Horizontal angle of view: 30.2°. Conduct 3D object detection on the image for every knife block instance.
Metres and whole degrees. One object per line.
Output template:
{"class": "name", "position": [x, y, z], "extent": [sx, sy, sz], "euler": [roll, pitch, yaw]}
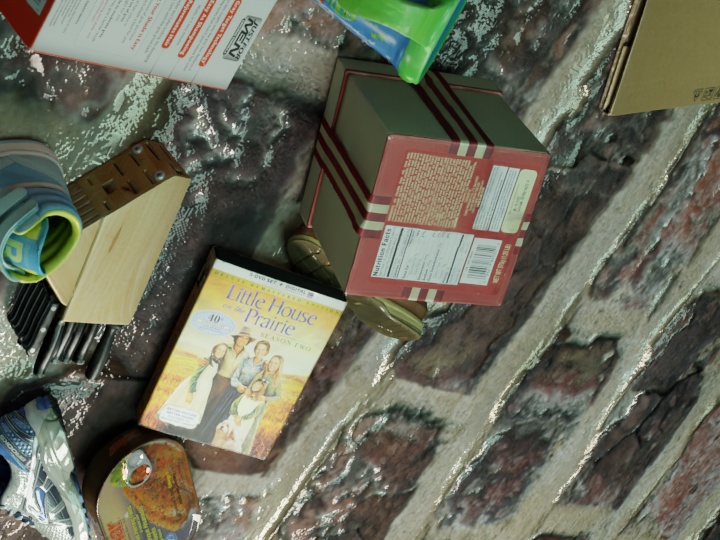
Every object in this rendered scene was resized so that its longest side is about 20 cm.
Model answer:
{"class": "knife block", "position": [-0.224, 0.004, 1.180], "extent": [0.199, 0.064, 0.176], "euler": [-33, 138, -12]}

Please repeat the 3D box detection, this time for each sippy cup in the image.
{"class": "sippy cup", "position": [0.024, -0.243, 1.090], "extent": [0.140, 0.130, 0.178], "euler": [-61, 180, -9]}

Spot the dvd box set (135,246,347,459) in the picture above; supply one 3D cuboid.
{"class": "dvd box set", "position": [-0.118, 0.086, 1.319], "extent": [0.145, 0.029, 0.201], "euler": [19, 113, -23]}

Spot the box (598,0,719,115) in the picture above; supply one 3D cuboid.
{"class": "box", "position": [0.360, -0.251, 1.447], "extent": [0.198, 0.021, 0.165], "euler": [-10, 129, -31]}

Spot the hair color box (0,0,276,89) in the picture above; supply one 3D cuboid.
{"class": "hair color box", "position": [-0.164, -0.208, 1.022], "extent": [0.199, 0.061, 0.102], "euler": [5, 126, -50]}

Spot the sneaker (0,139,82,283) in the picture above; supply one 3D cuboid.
{"class": "sneaker", "position": [-0.308, -0.039, 1.028], "extent": [0.198, 0.131, 0.080], "euler": [-13, 132, -29]}

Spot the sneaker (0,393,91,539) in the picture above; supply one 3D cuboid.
{"class": "sneaker", "position": [-0.314, 0.208, 1.285], "extent": [0.084, 0.077, 0.202], "euler": [-15, 125, -14]}

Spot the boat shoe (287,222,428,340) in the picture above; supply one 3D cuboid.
{"class": "boat shoe", "position": [0.001, 0.000, 1.356], "extent": [0.200, 0.072, 0.068], "euler": [38, 64, -40]}

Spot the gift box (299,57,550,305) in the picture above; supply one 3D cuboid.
{"class": "gift box", "position": [0.061, -0.078, 1.234], "extent": [0.198, 0.187, 0.186], "euler": [9, 117, -24]}

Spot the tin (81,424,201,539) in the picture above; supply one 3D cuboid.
{"class": "tin", "position": [-0.226, 0.242, 1.381], "extent": [0.112, 0.042, 0.201], "euler": [-37, 142, -30]}
